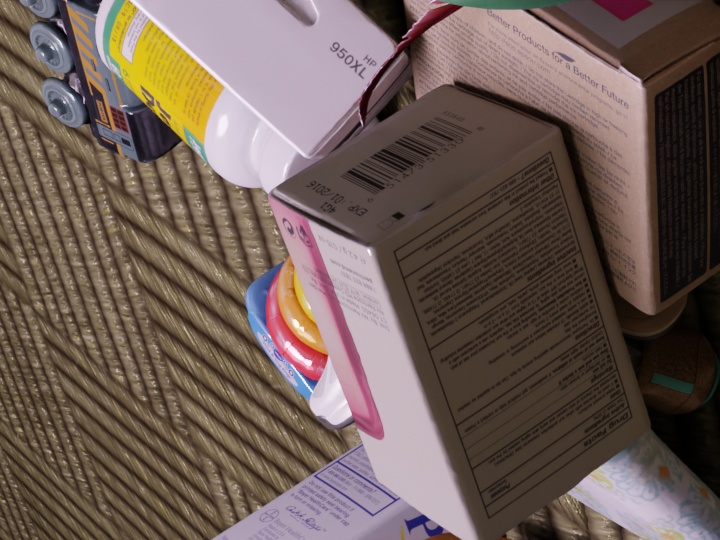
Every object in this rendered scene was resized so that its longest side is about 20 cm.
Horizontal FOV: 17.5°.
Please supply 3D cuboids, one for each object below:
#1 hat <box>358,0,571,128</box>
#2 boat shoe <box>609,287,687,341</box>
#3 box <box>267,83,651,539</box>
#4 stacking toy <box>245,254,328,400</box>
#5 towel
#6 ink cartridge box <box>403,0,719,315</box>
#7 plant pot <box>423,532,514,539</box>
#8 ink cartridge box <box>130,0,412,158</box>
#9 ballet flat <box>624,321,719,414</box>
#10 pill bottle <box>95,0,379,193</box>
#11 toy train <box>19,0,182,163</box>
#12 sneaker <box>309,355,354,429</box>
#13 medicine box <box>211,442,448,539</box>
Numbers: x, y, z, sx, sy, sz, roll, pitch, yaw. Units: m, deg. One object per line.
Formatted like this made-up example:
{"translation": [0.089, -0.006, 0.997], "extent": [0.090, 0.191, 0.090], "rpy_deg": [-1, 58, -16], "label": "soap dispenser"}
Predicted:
{"translation": [0.081, -0.176, 1.153], "extent": [0.176, 0.200, 0.166], "rpy_deg": [46, -133, -69], "label": "hat"}
{"translation": [0.111, -0.022, 1.354], "extent": [0.200, 0.072, 0.065], "rpy_deg": [37, 164, 29], "label": "boat shoe"}
{"translation": [0.055, 0.023, 1.250], "extent": [0.109, 0.128, 0.200], "rpy_deg": [28, 144, 52], "label": "box"}
{"translation": [0.000, 0.000, 1.571], "extent": [0.116, 0.110, 0.200], "rpy_deg": [52, 155, 14], "label": "stacking toy"}
{"translation": [0.139, 0.107, 1.423], "extent": [0.171, 0.048, 0.200], "rpy_deg": [39, 173, -37], "label": "towel"}
{"translation": [0.111, -0.098, 1.240], "extent": [0.200, 0.075, 0.165], "rpy_deg": [41, 152, 38], "label": "ink cartridge box"}
{"translation": [0.113, 0.284, 1.621], "extent": [0.140, 0.200, 0.200], "rpy_deg": [-4, 117, 48], "label": "plant pot"}
{"translation": [-0.047, -0.141, 1.363], "extent": [0.145, 0.084, 0.200], "rpy_deg": [41, -175, 1], "label": "ink cartridge box"}
{"translation": [0.123, 0.033, 1.381], "extent": [0.200, 0.072, 0.068], "rpy_deg": [32, 108, 48], "label": "ballet flat"}
{"translation": [-0.078, -0.126, 1.557], "extent": [0.200, 0.113, 0.113], "rpy_deg": [43, 154, 32], "label": "pill bottle"}
{"translation": [-0.194, -0.175, 1.795], "extent": [0.114, 0.085, 0.200], "rpy_deg": [25, 142, 34], "label": "toy train"}
{"translation": [-0.006, 0.000, 1.476], "extent": [0.115, 0.076, 0.201], "rpy_deg": [29, 114, -6], "label": "sneaker"}
{"translation": [0.007, 0.246, 1.757], "extent": [0.103, 0.200, 0.182], "rpy_deg": [28, 144, 55], "label": "medicine box"}
